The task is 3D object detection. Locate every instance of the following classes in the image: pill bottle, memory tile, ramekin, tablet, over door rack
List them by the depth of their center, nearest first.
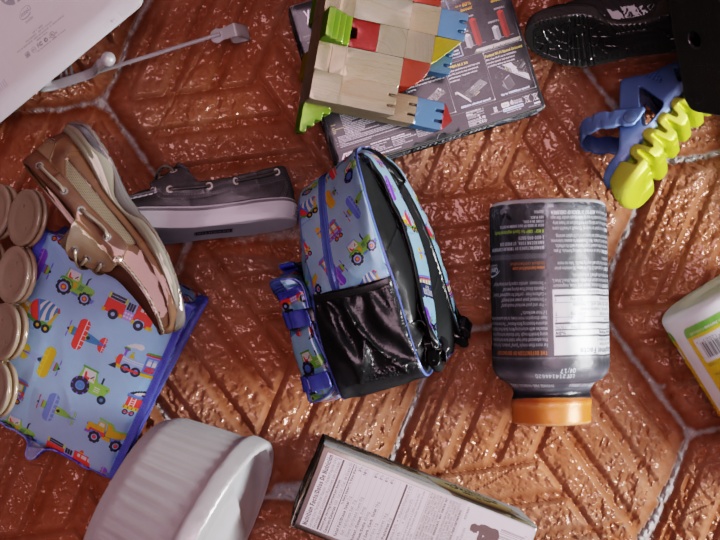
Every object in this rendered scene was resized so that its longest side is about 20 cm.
[{"bbox_3d":[-0.161,0.219,1.197,0.094,0.202,0.203,25,88,12],"label":"ramekin"},{"bbox_3d":[-0.331,0.022,1.231,0.017,0.153,0.200,10,89,-45],"label":"memory tile"},{"bbox_3d":[-0.298,-0.233,1.245,0.200,0.014,0.130,-35,84,17],"label":"tablet"},{"bbox_3d":[0.169,0.038,1.249,0.106,0.106,0.201,0,88,-2],"label":"pill bottle"},{"bbox_3d":[0.367,0.100,1.249,0.111,0.111,0.200,-32,90,-2],"label":"pill bottle"},{"bbox_3d":[-0.216,-0.259,1.267,0.200,0.067,0.148,-15,90,-2],"label":"over door rack"}]

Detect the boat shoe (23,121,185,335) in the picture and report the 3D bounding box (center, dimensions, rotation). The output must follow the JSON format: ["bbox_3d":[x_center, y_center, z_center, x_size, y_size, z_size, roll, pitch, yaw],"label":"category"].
[{"bbox_3d":[-0.215,-0.027,1.168,0.072,0.076,0.200,-29,78,-17],"label":"boat shoe"}]

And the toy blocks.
[{"bbox_3d":[0.029,-0.207,1.218,0.136,0.100,0.201,10,88,-13],"label":"toy blocks"}]

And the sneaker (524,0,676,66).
[{"bbox_3d":[0.252,-0.243,1.275,0.199,0.060,0.104,-2,44,11],"label":"sneaker"}]

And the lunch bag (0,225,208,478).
[{"bbox_3d":[-0.250,0.083,1.248,0.150,0.094,0.200,27,93,1],"label":"lunch bag"}]

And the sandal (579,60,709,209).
[{"bbox_3d":[0.272,-0.156,1.275,0.087,0.080,0.200,36,78,28],"label":"sandal"}]

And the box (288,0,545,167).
[{"bbox_3d":[0.050,-0.192,1.280,0.200,0.050,0.158,-18,89,-2],"label":"box"}]

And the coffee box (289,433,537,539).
[{"bbox_3d":[0.043,0.219,1.237,0.200,0.113,0.080,21,88,0],"label":"coffee box"}]

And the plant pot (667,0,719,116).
[{"bbox_3d":[0.367,-0.219,1.153,0.177,0.200,0.200,-27,116,-23],"label":"plant pot"}]

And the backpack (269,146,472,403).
[{"bbox_3d":[0.000,0.000,1.208,0.134,0.183,0.200,-18,91,14],"label":"backpack"}]

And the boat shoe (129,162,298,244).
[{"bbox_3d":[-0.156,-0.065,1.258,0.199,0.070,0.066,-6,77,-9],"label":"boat shoe"}]
